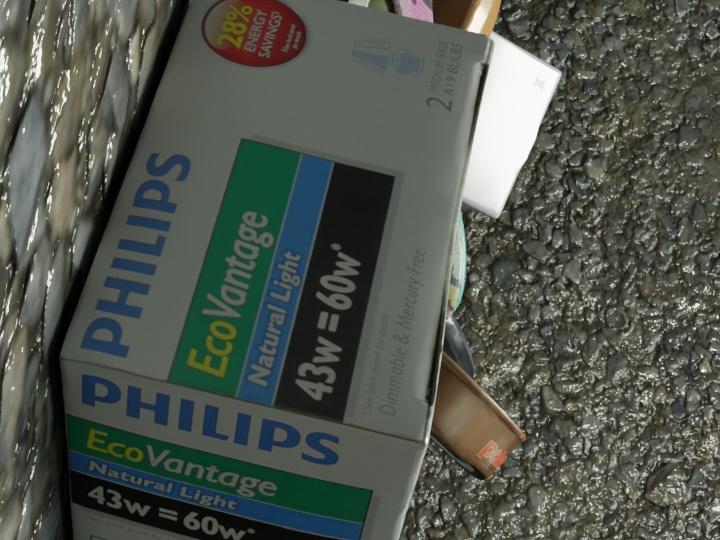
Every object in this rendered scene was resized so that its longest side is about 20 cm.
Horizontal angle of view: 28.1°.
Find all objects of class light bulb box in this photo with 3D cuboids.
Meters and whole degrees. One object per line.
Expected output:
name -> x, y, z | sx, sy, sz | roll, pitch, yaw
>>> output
light bulb box -> -0.032, 0.029, 0.578 | 0.201, 0.123, 0.200 | 102, 1, -51

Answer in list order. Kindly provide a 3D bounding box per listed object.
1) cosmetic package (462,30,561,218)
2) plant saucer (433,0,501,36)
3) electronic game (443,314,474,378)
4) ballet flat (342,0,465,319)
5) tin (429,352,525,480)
cosmetic package -> 0.031, -0.113, 0.953 | 0.199, 0.071, 0.103 | 25, -89, 55
plant saucer -> 0.022, -0.157, 0.897 | 0.199, 0.037, 0.203 | -32, -135, 38
electronic game -> 0.000, 0.000, 0.907 | 0.042, 0.200, 0.200 | -40, 169, -13
ballet flat -> 0.009, -0.069, 0.743 | 0.071, 0.068, 0.203 | -5, 90, -57
tin -> 0.006, 0.038, 0.782 | 0.042, 0.200, 0.112 | -49, 153, -1
